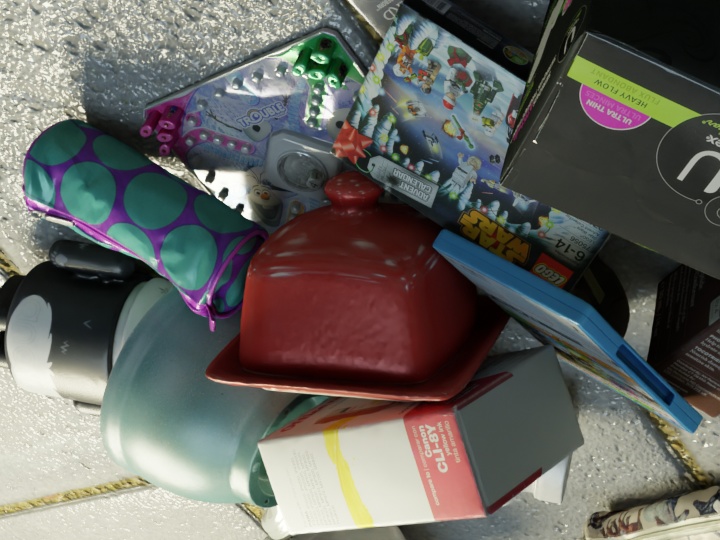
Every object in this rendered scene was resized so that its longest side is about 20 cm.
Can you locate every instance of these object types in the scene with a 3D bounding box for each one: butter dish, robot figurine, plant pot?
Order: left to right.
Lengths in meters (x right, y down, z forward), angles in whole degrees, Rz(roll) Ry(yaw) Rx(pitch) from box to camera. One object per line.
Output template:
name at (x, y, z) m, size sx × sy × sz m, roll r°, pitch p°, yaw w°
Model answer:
robot figurine at (-0.238, 0.057, 1.215) m, size 0.198 × 0.126 × 0.150 m, roll 8°, pitch 161°, yaw 14°
plant pot at (-0.099, 0.115, 1.129) m, size 0.134 × 0.200 × 0.201 m, roll 31°, pitch 145°, yaw 28°
butter dish at (0.000, 0.000, 0.996) m, size 0.198 × 0.200 × 0.149 m, roll 2°, pitch 110°, yaw 20°

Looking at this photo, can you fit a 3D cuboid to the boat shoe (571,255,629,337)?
boat shoe at (0.140, -0.011, 1.032) m, size 0.076 × 0.072 × 0.201 m, roll 7°, pitch 138°, yaw 39°

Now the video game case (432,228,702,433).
video game case at (0.151, 0.045, 0.962) m, size 0.143 × 0.018 × 0.200 m, roll 30°, pitch 174°, yaw 44°

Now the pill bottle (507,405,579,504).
pill bottle at (0.086, 0.142, 1.178) m, size 0.198 × 0.113 × 0.113 m, roll 10°, pitch 138°, yaw 12°

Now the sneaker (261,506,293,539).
sneaker at (-0.075, 0.181, 1.331) m, size 0.115 × 0.076 × 0.201 m, roll 34°, pitch 130°, yaw -3°

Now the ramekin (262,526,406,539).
ramekin at (-0.028, 0.332, 1.371) m, size 0.199 × 0.201 × 0.098 m, roll -5°, pitch 126°, yaw 26°

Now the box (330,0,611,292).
box at (0.090, -0.084, 0.918) m, size 0.199 × 0.040 × 0.137 m, roll 33°, pitch 132°, yaw 6°

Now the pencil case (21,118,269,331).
pencil case at (-0.173, -0.039, 1.074) m, size 0.199 × 0.093 × 0.085 m, roll 29°, pitch 155°, yaw 14°

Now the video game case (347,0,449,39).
video game case at (0.001, -0.251, 0.862) m, size 0.142 × 0.019 × 0.200 m, roll -25°, pitch 123°, yaw 40°

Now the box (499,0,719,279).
box at (0.185, -0.125, 0.783) m, size 0.148 × 0.201 × 0.125 m, roll 23°, pitch 139°, yaw -3°

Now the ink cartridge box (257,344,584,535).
ink cartridge box at (0.043, 0.129, 1.018) m, size 0.199 × 0.145 × 0.084 m, roll -15°, pitch 96°, yaw 40°

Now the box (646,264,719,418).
box at (0.293, 0.012, 0.964) m, size 0.075 × 0.101 × 0.200 m, roll 30°, pitch 138°, yaw -12°

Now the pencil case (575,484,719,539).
pencil case at (0.295, 0.239, 1.222) m, size 0.089 × 0.078 × 0.199 m, roll 25°, pitch 144°, yaw -38°

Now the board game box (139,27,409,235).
board game box at (-0.047, -0.078, 1.062) m, size 0.199 × 0.026 × 0.200 m, roll -16°, pitch 127°, yaw 35°
